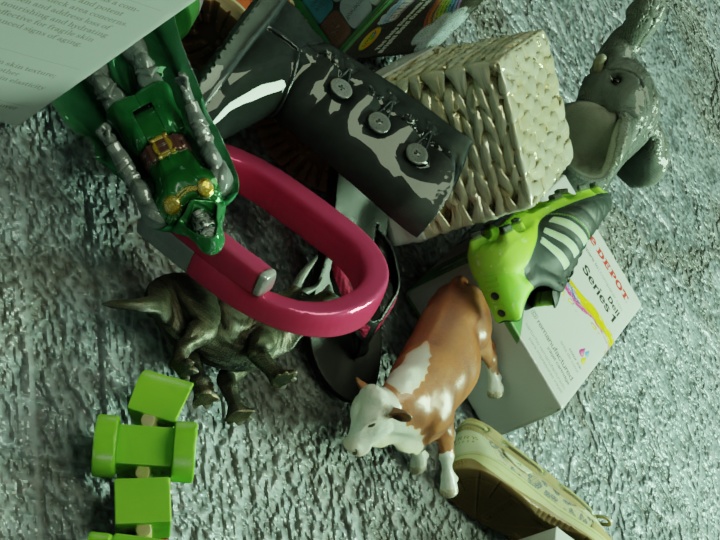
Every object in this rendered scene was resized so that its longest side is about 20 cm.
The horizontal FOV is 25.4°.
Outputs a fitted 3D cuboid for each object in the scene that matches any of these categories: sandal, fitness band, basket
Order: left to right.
[{"bbox_3d":[-0.071,-0.028,1.109,0.199,0.038,0.143,37,31,20],"label":"fitness band"},{"bbox_3d":[0.000,0.000,1.201,0.075,0.045,0.203,3,91,-45],"label":"sandal"},{"bbox_3d":[0.092,-0.115,1.307,0.200,0.122,0.137,-41,119,-65],"label":"basket"}]

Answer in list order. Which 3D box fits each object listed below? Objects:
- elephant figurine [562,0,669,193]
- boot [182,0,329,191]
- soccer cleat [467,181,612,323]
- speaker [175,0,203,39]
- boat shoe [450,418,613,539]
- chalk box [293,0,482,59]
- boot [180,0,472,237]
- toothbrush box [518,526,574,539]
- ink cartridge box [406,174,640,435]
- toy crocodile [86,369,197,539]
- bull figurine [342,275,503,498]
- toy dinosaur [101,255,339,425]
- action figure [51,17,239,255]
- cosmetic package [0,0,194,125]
[{"bbox_3d":[0.219,-0.127,1.458,0.156,0.199,0.142,50,39,-18],"label":"elephant figurine"},{"bbox_3d":[-0.053,-0.157,1.256,0.201,0.075,0.108,50,34,-17],"label":"boot"},{"bbox_3d":[0.149,-0.016,1.295,0.199,0.067,0.082,-29,106,-51],"label":"soccer cleat"},{"bbox_3d":[-0.150,-0.266,1.187,0.088,0.088,0.202,31,48,-36],"label":"speaker"},{"bbox_3d":[0.150,0.194,1.298,0.200,0.073,0.063,41,40,-24],"label":"boat shoe"},{"bbox_3d":[0.011,-0.262,1.330,0.199,0.125,0.125,-13,66,-54],"label":"chalk box"},{"bbox_3d":[-0.029,-0.090,1.150,0.199,0.066,0.166,40,60,-12],"label":"boot"},{"bbox_3d":[0.178,0.318,1.251,0.199,0.086,0.147,38,44,-29],"label":"toothbrush box"},{"bbox_3d":[0.146,0.026,1.378,0.146,0.084,0.200,58,38,-7],"label":"ink cartridge box"},{"bbox_3d":[-0.136,0.154,0.990,0.066,0.062,0.202,4,62,-5],"label":"toy crocodile"},{"bbox_3d":[0.054,0.093,1.219,0.200,0.064,0.123,-53,140,-43],"label":"bull figurine"},{"bbox_3d":[-0.104,0.041,1.095,0.198,0.077,0.103,10,44,-35],"label":"toy dinosaur"},{"bbox_3d":[-0.138,-0.096,1.052,0.201,0.117,0.055,59,-4,17],"label":"action figure"},{"bbox_3d":[-0.225,-0.216,0.971,0.166,0.199,0.168,13,60,-47],"label":"cosmetic package"}]
